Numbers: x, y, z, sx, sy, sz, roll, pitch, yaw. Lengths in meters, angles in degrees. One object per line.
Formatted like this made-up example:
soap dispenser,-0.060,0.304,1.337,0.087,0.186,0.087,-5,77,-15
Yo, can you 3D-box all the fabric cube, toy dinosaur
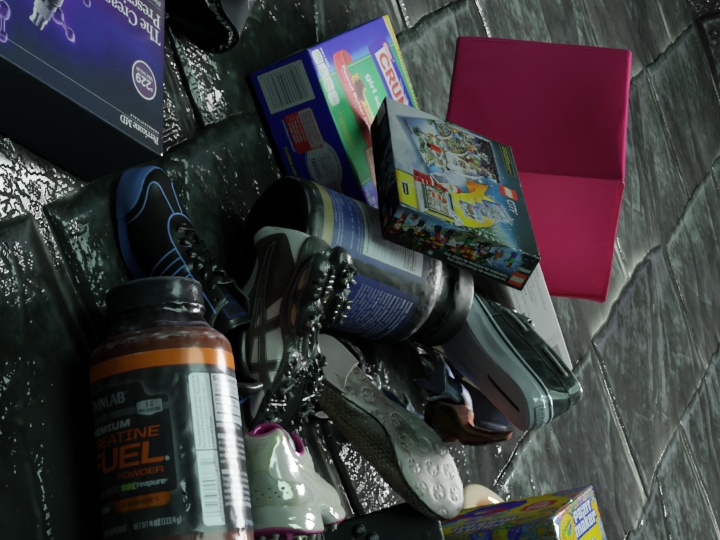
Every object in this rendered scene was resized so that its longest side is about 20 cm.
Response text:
fabric cube,0.187,-0.109,1.569,0.201,0.194,0.201,89,8,-50
toy dinosaur,0.072,0.150,1.351,0.200,0.105,0.182,46,-1,35

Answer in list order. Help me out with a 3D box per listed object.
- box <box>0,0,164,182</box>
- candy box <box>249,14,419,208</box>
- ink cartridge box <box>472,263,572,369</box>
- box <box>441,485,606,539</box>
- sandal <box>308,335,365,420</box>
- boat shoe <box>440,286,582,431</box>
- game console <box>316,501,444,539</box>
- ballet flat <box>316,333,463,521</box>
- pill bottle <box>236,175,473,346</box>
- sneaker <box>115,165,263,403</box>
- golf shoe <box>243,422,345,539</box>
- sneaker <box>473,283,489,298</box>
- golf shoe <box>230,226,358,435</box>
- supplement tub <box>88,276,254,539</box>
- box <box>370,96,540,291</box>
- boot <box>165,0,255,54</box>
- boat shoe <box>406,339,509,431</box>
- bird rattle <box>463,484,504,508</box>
box,-0.228,-0.170,1.021,0.200,0.078,0.143,32,52,-53
candy box,-0.010,-0.145,1.415,0.200,0.076,0.171,-41,112,-62
ink cartridge box,0.132,-0.001,1.432,0.177,0.044,0.201,54,-6,39
box,0.126,0.317,1.300,0.122,0.198,0.195,-14,89,-62
sandal,-0.037,0.095,1.270,0.200,0.048,0.076,-2,78,-61
boat shoe,0.129,0.069,1.319,0.201,0.070,0.073,54,-32,38
game console,0.013,0.309,1.182,0.116,0.174,0.202,157,-81,-79
ballet flat,0.012,0.137,1.224,0.200,0.046,0.068,47,42,-10
pill bottle,0.000,0.000,1.262,0.199,0.111,0.113,21,56,-35
sneaker,-0.128,0.011,1.111,0.070,0.077,0.202,-14,89,-62
golf shoe,-0.055,0.164,1.124,0.200,0.074,0.093,63,19,-82
sneaker,0.065,0.015,1.431,0.200,0.080,0.075,51,3,20
golf shoe,-0.073,0.059,1.158,0.078,0.094,0.202,-6,121,-60
supplement tub,-0.136,0.110,1.017,0.107,0.106,0.202,17,61,-58
box,0.081,-0.072,1.288,0.135,0.038,0.201,21,30,-15
boot,-0.134,-0.308,1.263,0.169,0.076,0.202,-65,139,-57
boat shoe,0.097,0.103,1.500,0.199,0.093,0.075,27,25,-17
bird rattle,0.155,0.287,1.489,0.163,0.112,0.201,48,31,-14
